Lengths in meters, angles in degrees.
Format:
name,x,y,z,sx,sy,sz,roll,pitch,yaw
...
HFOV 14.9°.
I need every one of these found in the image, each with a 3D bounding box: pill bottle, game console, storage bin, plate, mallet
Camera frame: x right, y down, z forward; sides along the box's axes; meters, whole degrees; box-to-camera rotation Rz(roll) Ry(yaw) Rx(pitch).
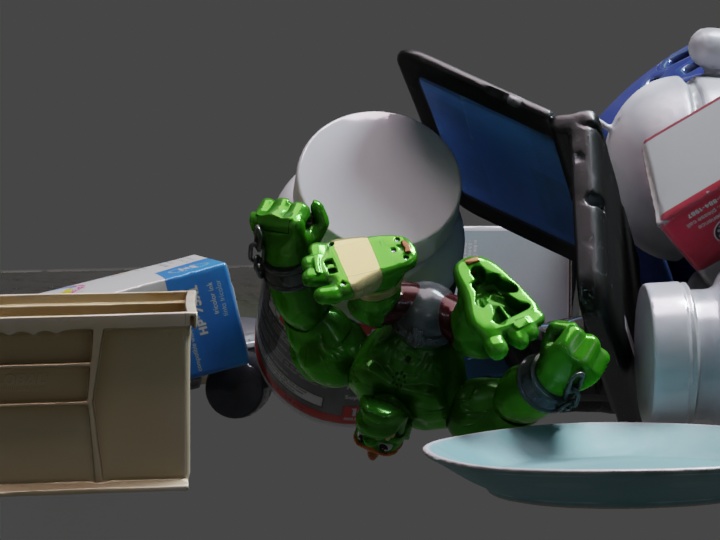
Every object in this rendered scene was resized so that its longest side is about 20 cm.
name,x,y,z,sx,sy,sz,roll,pitch,yaw
pill bottle,0.000,0.000,1.626,0.116,0.116,0.200,-1,-30,-7
game console,0.095,-0.013,1.582,0.116,0.176,0.200,-6,-26,11
storage bin,-0.186,0.063,1.481,0.198,0.094,0.200,-1,3,-4
plate,0.131,0.098,1.372,0.200,0.026,0.200,-2,3,0
pill bottle,0.255,0.045,1.510,0.200,0.112,0.112,-1,3,-2
mallet,-0.004,0.053,1.740,0.200,0.041,0.066,-15,3,13

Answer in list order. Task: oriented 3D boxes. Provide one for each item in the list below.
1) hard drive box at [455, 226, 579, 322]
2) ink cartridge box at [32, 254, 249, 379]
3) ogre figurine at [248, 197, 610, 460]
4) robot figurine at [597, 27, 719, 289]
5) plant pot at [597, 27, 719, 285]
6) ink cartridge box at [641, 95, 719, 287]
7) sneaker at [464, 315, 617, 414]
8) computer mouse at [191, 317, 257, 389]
name,x,y,z,sx,sy,sz,roll,pitch,yaw
hard drive box,0.046,0.027,1.849,0.200,0.077,0.156,0,-16,5
ink cartridge box,-0.180,0.047,1.701,0.200,0.067,0.116,-14,6,-13
ogre figurine,0.032,0.040,1.497,0.200,0.098,0.120,8,-40,1
robot figurine,0.234,-0.063,1.674,0.200,0.170,0.113,-1,0,-4
plant pot,0.236,-0.033,1.838,0.180,0.200,0.200,-23,17,-4
ink cartridge box,0.277,-0.022,1.584,0.145,0.200,0.083,-31,33,18
sneaker,0.147,0.055,1.725,0.200,0.073,0.082,-1,3,-4
computer mouse,-0.112,0.059,1.969,0.200,0.046,0.140,-2,2,-20
